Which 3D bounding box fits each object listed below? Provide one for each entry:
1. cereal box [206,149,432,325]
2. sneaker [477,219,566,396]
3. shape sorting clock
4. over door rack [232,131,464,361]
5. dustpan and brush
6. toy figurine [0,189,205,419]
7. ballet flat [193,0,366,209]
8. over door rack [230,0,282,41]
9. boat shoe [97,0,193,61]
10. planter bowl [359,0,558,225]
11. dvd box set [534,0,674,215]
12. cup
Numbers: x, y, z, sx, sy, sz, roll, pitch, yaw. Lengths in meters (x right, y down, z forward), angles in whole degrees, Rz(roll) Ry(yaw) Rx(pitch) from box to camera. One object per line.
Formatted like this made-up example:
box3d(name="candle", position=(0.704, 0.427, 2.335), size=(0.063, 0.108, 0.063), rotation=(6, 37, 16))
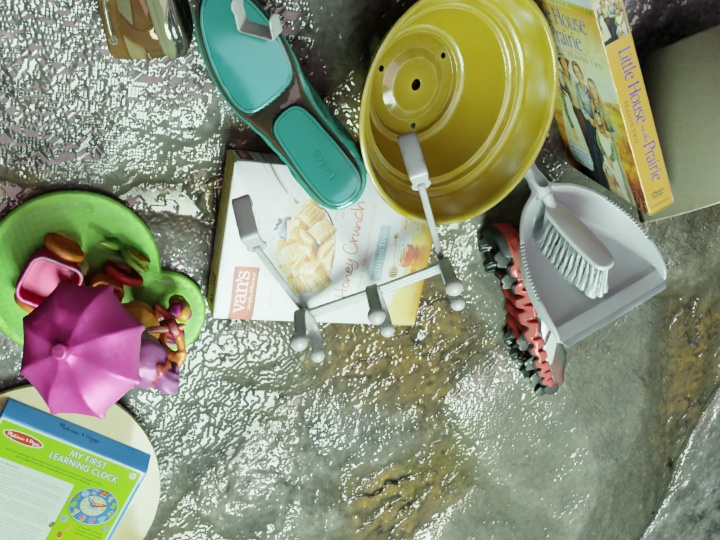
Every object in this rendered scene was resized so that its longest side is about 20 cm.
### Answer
box3d(name="cereal box", position=(-0.031, -0.025, 0.836), size=(0.196, 0.040, 0.146), rotation=(2, 112, -22))
box3d(name="sneaker", position=(0.185, 0.034, 0.928), size=(0.096, 0.071, 0.203), rotation=(-22, 117, -8))
box3d(name="shape sorting clock", position=(-0.279, 0.195, 0.836), size=(0.196, 0.039, 0.204), rotation=(-4, 110, -12))
box3d(name="over door rack", position=(0.000, 0.000, 0.740), size=(0.145, 0.067, 0.201), rotation=(-20, 144, 3))
box3d(name="dustpan and brush", position=(0.177, -0.048, 0.847), size=(0.138, 0.201, 0.058), rotation=(-26, 152, -22))
box3d(name="toy figurine", position=(-0.194, 0.050, 0.723), size=(0.198, 0.184, 0.151), rotation=(28, 101, -29))
box3d(name="ballet flat", position=(-0.066, -0.135, 0.752), size=(0.067, 0.070, 0.201), rotation=(-35, 101, 2))
box3d(name="over door rack", position=(-0.080, -0.288, 0.659), size=(0.148, 0.066, 0.202), rotation=(-54, 138, -29))
box3d(name="boat shoe", position=(-0.179, -0.245, 0.665), size=(0.072, 0.076, 0.203), rotation=(-12, 112, 4))
box3d(name="planter bowl", position=(0.065, -0.148, 0.787), size=(0.197, 0.083, 0.204), rotation=(-15, 121, -26))
box3d(name="dvd box set", position=(0.198, -0.160, 0.806), size=(0.029, 0.147, 0.202), rotation=(-28, 120, -4))
box3d(name="cup", position=(0.332, -0.145, 0.856), size=(0.197, 0.200, 0.146), rotation=(-19, 91, -12))
